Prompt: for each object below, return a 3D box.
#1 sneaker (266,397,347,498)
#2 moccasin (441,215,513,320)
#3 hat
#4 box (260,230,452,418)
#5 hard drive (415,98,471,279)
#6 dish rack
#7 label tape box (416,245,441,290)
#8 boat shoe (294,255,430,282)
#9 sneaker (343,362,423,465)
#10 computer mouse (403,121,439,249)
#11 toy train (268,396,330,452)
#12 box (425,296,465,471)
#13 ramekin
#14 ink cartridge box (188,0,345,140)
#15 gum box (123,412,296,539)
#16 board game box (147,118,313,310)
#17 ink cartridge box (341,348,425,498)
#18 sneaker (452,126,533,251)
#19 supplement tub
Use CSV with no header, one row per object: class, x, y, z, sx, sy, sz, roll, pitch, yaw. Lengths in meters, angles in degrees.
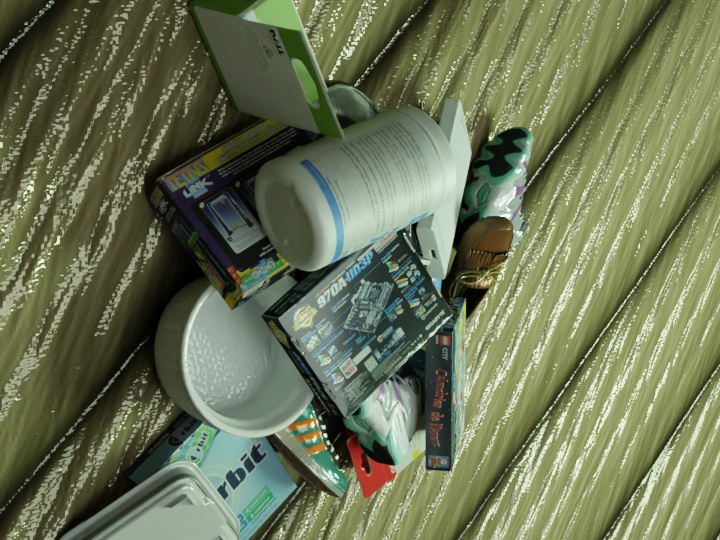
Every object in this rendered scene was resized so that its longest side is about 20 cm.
sneaker,-0.072,0.207,1.688,0.080,0.071,0.200,-46,109,-21
moccasin,0.161,0.001,1.810,0.073,0.078,0.202,8,138,-23
hat,-0.008,-0.131,1.649,0.200,0.081,0.202,-18,118,-38
box,0.000,0.053,1.564,0.200,0.046,0.159,-43,115,-21
hard drive,0.112,-0.108,1.729,0.132,0.027,0.201,69,29,-58
dish rack,-0.249,0.337,1.574,0.200,0.044,0.172,-35,128,-7
label tape box,0.020,0.028,1.752,0.199,0.066,0.144,-12,113,-43
boat shoe,0.000,0.000,1.630,0.199,0.076,0.061,4,99,-32
sneaker,0.024,0.146,1.718,0.140,0.077,0.200,-56,135,-29
computer mouse,0.072,-0.089,1.727,0.141,0.046,0.201,77,24,-49
toy train,-0.047,0.179,1.767,0.200,0.034,0.046,-33,114,-31
box,0.116,0.152,1.767,0.137,0.037,0.201,-55,146,-68
ramekin,-0.148,0.094,1.555,0.200,0.098,0.202,-1,91,-36
ink cartridge box,-0.082,-0.238,1.448,0.076,0.200,0.148,-42,131,-25
gum box,-0.186,0.267,1.653,0.170,0.044,0.200,-45,131,-23
board game box,-0.118,-0.075,1.512,0.200,0.166,0.057,-33,170,-31
ink cartridge box,0.044,0.214,1.843,0.200,0.067,0.117,-36,127,-29
sneaker,0.214,-0.102,1.892,0.140,0.078,0.201,26,96,-48
supplement tub,-0.006,-0.093,1.457,0.199,0.132,0.132,-26,122,-29
